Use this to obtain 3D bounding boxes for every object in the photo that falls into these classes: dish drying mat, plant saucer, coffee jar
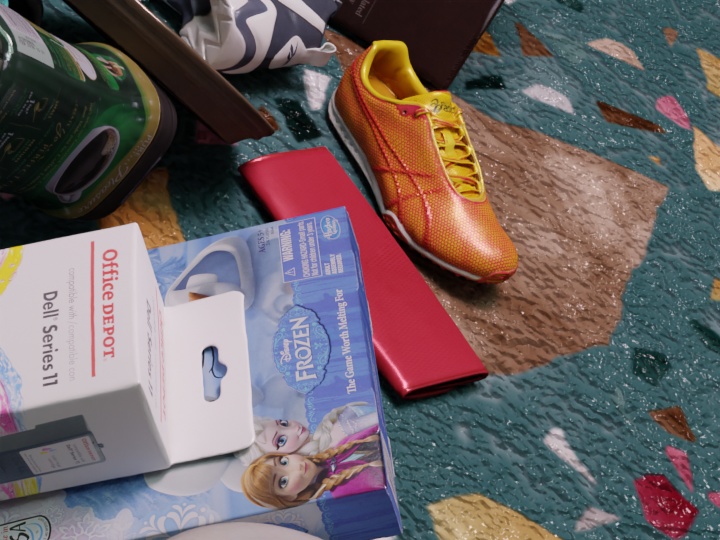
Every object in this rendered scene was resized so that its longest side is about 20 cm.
[{"bbox_3d":[0.000,0.000,1.306,0.077,0.018,0.200,-10,55,-42],"label":"dish drying mat"},{"bbox_3d":[-0.136,-0.144,1.279,0.200,0.029,0.200,41,-1,1],"label":"plant saucer"},{"bbox_3d":[-0.187,-0.089,1.146,0.085,0.104,0.200,46,11,21],"label":"coffee jar"}]

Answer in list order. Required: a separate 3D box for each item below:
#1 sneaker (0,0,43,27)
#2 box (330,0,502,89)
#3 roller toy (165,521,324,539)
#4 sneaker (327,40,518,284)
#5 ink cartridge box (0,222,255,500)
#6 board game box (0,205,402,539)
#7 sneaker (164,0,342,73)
[{"bbox_3d":[-0.271,-0.165,1.239,0.200,0.084,0.121,-2,40,-46],"label":"sneaker"},{"bbox_3d":[0.038,-0.277,1.525,0.200,0.166,0.164,33,36,0],"label":"box"},{"bbox_3d":[-0.047,0.215,0.923,0.182,0.140,0.200,13,41,-23],"label":"roller toy"},{"bbox_3d":[0.044,-0.074,1.374,0.073,0.077,0.200,-8,54,-44],"label":"sneaker"},{"bbox_3d":[-0.158,0.046,1.010,0.200,0.067,0.117,-11,44,2],"label":"ink cartridge box"},{"bbox_3d":[-0.090,0.067,1.052,0.199,0.043,0.200,-13,44,4],"label":"board game box"},{"bbox_3d":[-0.078,-0.213,1.444,0.130,0.080,0.199,6,40,-39],"label":"sneaker"}]
